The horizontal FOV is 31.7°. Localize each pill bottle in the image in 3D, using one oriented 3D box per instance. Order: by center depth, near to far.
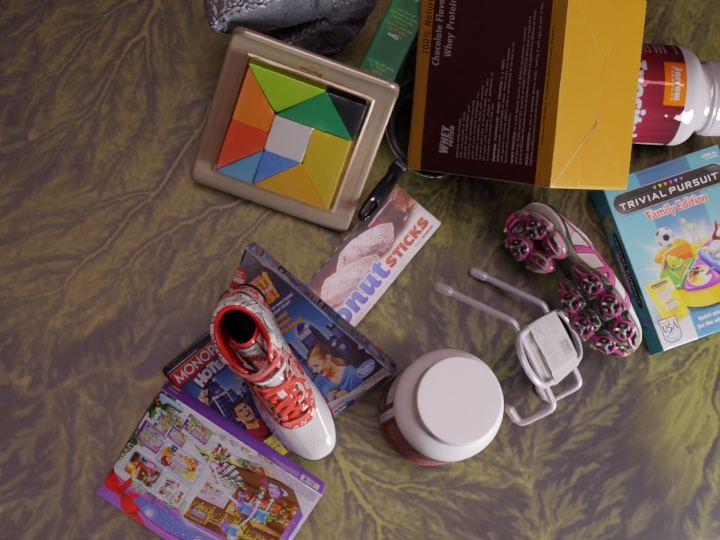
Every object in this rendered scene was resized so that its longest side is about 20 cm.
[{"bbox_3d":[0.084,0.141,1.298,0.111,0.200,0.113,1,80,-6],"label":"pill bottle"},{"bbox_3d":[0.314,-0.200,1.432,0.198,0.113,0.114,2,79,-6],"label":"pill bottle"}]

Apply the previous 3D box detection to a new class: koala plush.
[{"bbox_3d":[-0.088,-0.344,1.386,0.183,0.177,0.201,-20,68,3],"label":"koala plush"}]

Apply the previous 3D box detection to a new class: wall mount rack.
[{"bbox_3d":[0.166,0.068,1.355,0.074,0.200,0.175,-29,85,24],"label":"wall mount rack"}]

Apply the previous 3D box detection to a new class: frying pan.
[{"bbox_3d":[0.067,-0.125,1.422,0.114,0.031,0.191,20,77,-19],"label":"frying pan"}]

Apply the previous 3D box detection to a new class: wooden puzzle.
[{"bbox_3d":[-0.074,-0.142,1.348,0.184,0.201,0.037,19,34,-5],"label":"wooden puzzle"}]

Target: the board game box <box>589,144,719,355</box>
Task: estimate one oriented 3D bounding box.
[{"bbox_3d":[0.368,-0.024,1.439,0.150,0.047,0.201,-18,82,-10],"label":"board game box"}]

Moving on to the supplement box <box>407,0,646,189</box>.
[{"bbox_3d":[0.171,-0.194,1.329,0.132,0.199,0.199,-2,100,-44],"label":"supplement box"}]

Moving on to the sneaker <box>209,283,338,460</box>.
[{"bbox_3d":[-0.089,0.111,1.260,0.067,0.108,0.202,-26,95,5],"label":"sneaker"}]

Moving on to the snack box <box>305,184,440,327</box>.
[{"bbox_3d":[0.000,0.000,1.404,0.072,0.024,0.200,40,78,0],"label":"snack box"}]

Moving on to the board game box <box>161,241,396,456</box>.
[{"bbox_3d":[-0.099,0.082,1.342,0.199,0.062,0.200,-35,93,5],"label":"board game box"}]

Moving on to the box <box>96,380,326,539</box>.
[{"bbox_3d":[-0.155,0.226,1.314,0.199,0.039,0.137,34,101,0],"label":"box"}]

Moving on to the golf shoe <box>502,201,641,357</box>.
[{"bbox_3d":[0.248,0.003,1.400,0.200,0.073,0.092,53,37,8],"label":"golf shoe"}]

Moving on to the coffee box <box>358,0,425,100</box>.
[{"bbox_3d":[0.042,-0.263,1.410,0.044,0.123,0.201,25,76,-1],"label":"coffee box"}]
